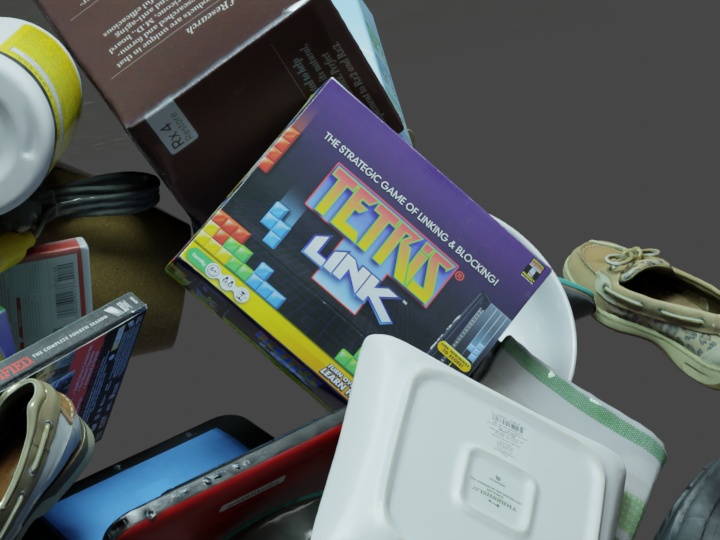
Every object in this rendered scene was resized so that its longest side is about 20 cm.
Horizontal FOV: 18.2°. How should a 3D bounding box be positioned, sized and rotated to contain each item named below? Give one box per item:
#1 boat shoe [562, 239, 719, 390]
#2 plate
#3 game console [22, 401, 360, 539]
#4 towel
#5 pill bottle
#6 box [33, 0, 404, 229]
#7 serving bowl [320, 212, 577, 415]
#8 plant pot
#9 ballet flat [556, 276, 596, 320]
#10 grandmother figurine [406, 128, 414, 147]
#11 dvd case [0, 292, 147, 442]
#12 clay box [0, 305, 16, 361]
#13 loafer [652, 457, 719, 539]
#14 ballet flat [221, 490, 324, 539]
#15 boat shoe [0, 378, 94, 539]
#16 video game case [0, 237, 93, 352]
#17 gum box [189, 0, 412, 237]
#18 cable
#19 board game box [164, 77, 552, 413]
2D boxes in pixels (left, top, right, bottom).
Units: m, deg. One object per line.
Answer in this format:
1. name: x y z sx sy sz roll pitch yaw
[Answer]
1. boat shoe: 0.230 0.019 1.690 0.073 0.063 0.200 -22 38 -32
2. plate: 0.077 0.142 1.388 0.199 0.032 0.200 27 43 -11
3. game console: -0.114 0.129 1.447 0.200 0.172 0.119 -24 65 -30
4. towel: 0.115 0.137 1.462 0.149 0.031 0.200 32 39 1
5. pill bottle: -0.244 -0.108 1.495 0.111 0.112 0.200 2 16 2
6. box: -0.106 -0.155 1.599 0.164 0.166 0.200 -36 50 -2
7. serving bowl: 0.047 0.052 1.577 0.200 0.066 0.200 6 64 -13
8. plant pot: -0.228 -0.004 1.629 0.200 0.187 0.186 8 30 -10
9. ballet flat: 0.081 0.021 1.670 0.200 0.073 0.073 20 26 -20
10. grandmother figurine: -0.050 -0.118 1.746 0.200 0.061 0.121 26 45 34
11. dvd case: -0.230 0.104 1.464 0.022 0.146 0.200 42 47 18
12. clay box: -0.309 0.108 1.453 0.048 0.115 0.200 31 54 34
13. loafer: 0.215 0.186 1.418 0.070 0.068 0.201 30 35 10
14. ballet flat: 0.003 0.168 1.436 0.200 0.068 0.068 -21 47 -28
15. boat shoe: -0.245 0.153 1.383 0.075 0.068 0.200 17 62 31
16. video game case: -0.279 0.059 1.532 0.200 0.143 0.017 -11 31 -19
17. gum box: -0.052 -0.097 1.672 0.170 0.045 0.200 -24 52 11
18. cable: -0.226 -0.031 1.526 0.097 0.050 0.200 10 16 36
19. board game box: 0.000 0.000 1.490 0.200 0.057 0.165 40 73 -5
